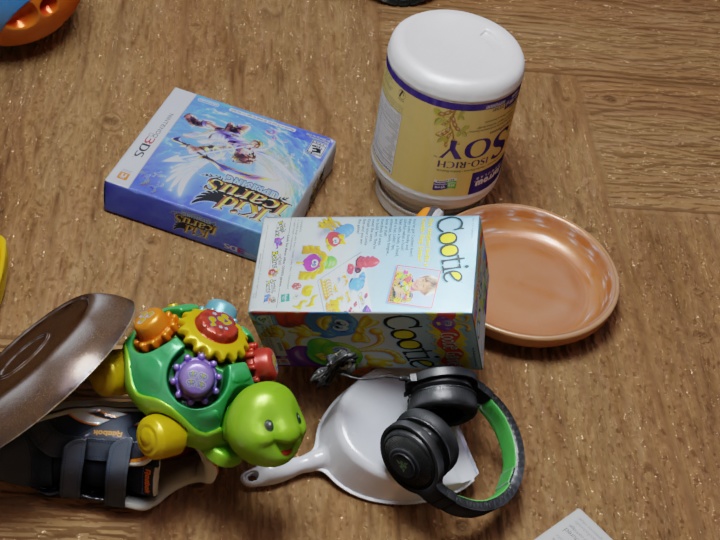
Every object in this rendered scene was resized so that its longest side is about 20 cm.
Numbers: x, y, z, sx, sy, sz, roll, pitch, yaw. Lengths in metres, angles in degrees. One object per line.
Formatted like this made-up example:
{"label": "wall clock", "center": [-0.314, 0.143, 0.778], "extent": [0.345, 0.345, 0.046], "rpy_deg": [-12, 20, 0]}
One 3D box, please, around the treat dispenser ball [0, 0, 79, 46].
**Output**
{"label": "treat dispenser ball", "center": [-0.413, -0.360, 1.573], "extent": [0.199, 0.202, 0.202], "rpy_deg": [5, 44, -5]}

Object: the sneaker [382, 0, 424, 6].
{"label": "sneaker", "center": [0.010, -0.402, 1.791], "extent": [0.198, 0.075, 0.087], "rpy_deg": [7, 39, -4]}

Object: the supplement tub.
{"label": "supplement tub", "center": [0.088, -0.158, 1.456], "extent": [0.144, 0.201, 0.146], "rpy_deg": [5, 43, -5]}

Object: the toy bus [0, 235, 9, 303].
{"label": "toy bus", "center": [-0.431, -0.045, 1.252], "extent": [0.198, 0.193, 0.136], "rpy_deg": [6, 42, -7]}

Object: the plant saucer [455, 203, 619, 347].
{"label": "plant saucer", "center": [0.168, 0.009, 1.417], "extent": [0.198, 0.038, 0.201], "rpy_deg": [6, 44, -6]}

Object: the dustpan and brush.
{"label": "dustpan and brush", "center": [-0.011, 0.159, 1.227], "extent": [0.198, 0.057, 0.140], "rpy_deg": [-8, 58, -27]}

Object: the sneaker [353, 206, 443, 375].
{"label": "sneaker", "center": [0.000, 0.000, 1.346], "extent": [0.111, 0.078, 0.201], "rpy_deg": [25, 60, 17]}

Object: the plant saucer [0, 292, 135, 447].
{"label": "plant saucer", "center": [-0.279, 0.083, 1.164], "extent": [0.032, 0.199, 0.201], "rpy_deg": [50, 43, -18]}

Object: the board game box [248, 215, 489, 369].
{"label": "board game box", "center": [0.012, 0.021, 1.236], "extent": [0.198, 0.103, 0.106], "rpy_deg": [0, 57, 12]}

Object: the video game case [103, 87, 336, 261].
{"label": "video game case", "center": [-0.148, -0.105, 1.471], "extent": [0.198, 0.046, 0.182], "rpy_deg": [18, 45, 8]}

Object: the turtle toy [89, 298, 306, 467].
{"label": "turtle toy", "center": [-0.123, 0.096, 1.146], "extent": [0.145, 0.102, 0.200], "rpy_deg": [-9, 46, -47]}

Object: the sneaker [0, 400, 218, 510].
{"label": "sneaker", "center": [-0.215, 0.159, 1.162], "extent": [0.198, 0.079, 0.080], "rpy_deg": [-7, 40, -20]}

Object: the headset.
{"label": "headset", "center": [0.053, 0.137, 1.197], "extent": [0.200, 0.094, 0.124], "rpy_deg": [39, 49, -14]}

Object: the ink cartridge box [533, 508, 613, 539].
{"label": "ink cartridge box", "center": [0.143, 0.295, 1.095], "extent": [0.199, 0.068, 0.116], "rpy_deg": [-27, 55, -32]}
